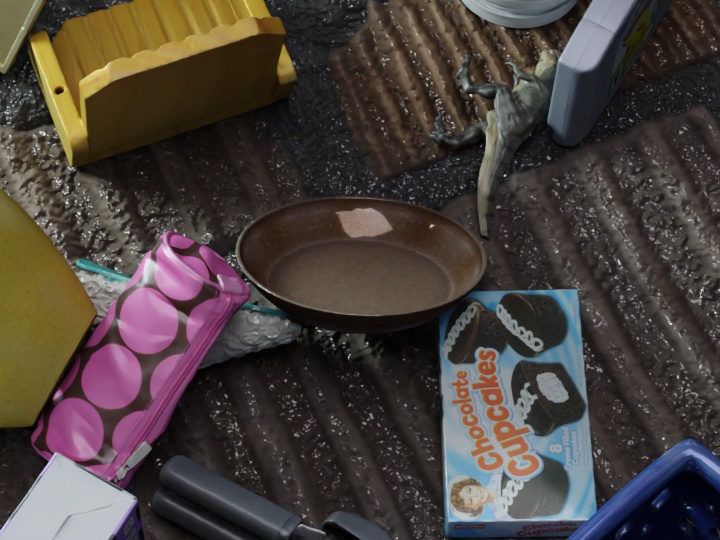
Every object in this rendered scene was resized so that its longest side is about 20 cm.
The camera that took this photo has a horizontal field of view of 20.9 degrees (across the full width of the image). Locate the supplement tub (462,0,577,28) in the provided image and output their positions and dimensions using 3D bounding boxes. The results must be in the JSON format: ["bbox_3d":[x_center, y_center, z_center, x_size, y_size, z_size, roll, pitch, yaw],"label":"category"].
[{"bbox_3d":[0.145,-0.317,1.679,0.144,0.200,0.145,0,61,-1],"label":"supplement tub"}]

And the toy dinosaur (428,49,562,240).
[{"bbox_3d":[0.112,-0.129,1.665,0.088,0.047,0.200,26,67,5],"label":"toy dinosaur"}]

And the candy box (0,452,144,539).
[{"bbox_3d":[-0.220,0.246,1.357,0.071,0.200,0.168,27,64,12],"label":"candy box"}]

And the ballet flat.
[{"bbox_3d":[-0.145,0.043,1.559,0.199,0.072,0.072,13,61,8],"label":"ballet flat"}]

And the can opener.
[{"bbox_3d":[-0.059,0.197,1.485,0.200,0.053,0.067,26,31,13],"label":"can opener"}]

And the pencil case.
[{"bbox_3d":[-0.162,0.073,1.480,0.200,0.091,0.094,-59,37,5],"label":"pencil case"}]

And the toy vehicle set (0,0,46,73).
[{"bbox_3d":[-0.354,-0.265,1.618,0.200,0.124,0.027,30,30,-9],"label":"toy vehicle set"}]

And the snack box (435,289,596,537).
[{"bbox_3d":[0.120,0.111,1.535,0.116,0.037,0.200,-1,61,-2],"label":"snack box"}]

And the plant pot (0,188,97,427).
[{"bbox_3d":[-0.287,0.042,1.489,0.142,0.200,0.200,30,63,-4],"label":"plant pot"}]

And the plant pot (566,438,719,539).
[{"bbox_3d":[0.220,0.275,1.367,0.200,0.180,0.200,-37,68,-20],"label":"plant pot"}]

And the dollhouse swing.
[{"bbox_3d":[-0.170,-0.199,1.620,0.200,0.176,0.182,-19,63,-11],"label":"dollhouse swing"}]

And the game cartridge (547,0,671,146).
[{"bbox_3d":[0.223,-0.214,1.663,0.040,0.133,0.200,26,64,17],"label":"game cartridge"}]

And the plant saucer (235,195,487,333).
[{"bbox_3d":[0.000,0.000,1.554,0.200,0.037,0.201,3,28,-2],"label":"plant saucer"}]
